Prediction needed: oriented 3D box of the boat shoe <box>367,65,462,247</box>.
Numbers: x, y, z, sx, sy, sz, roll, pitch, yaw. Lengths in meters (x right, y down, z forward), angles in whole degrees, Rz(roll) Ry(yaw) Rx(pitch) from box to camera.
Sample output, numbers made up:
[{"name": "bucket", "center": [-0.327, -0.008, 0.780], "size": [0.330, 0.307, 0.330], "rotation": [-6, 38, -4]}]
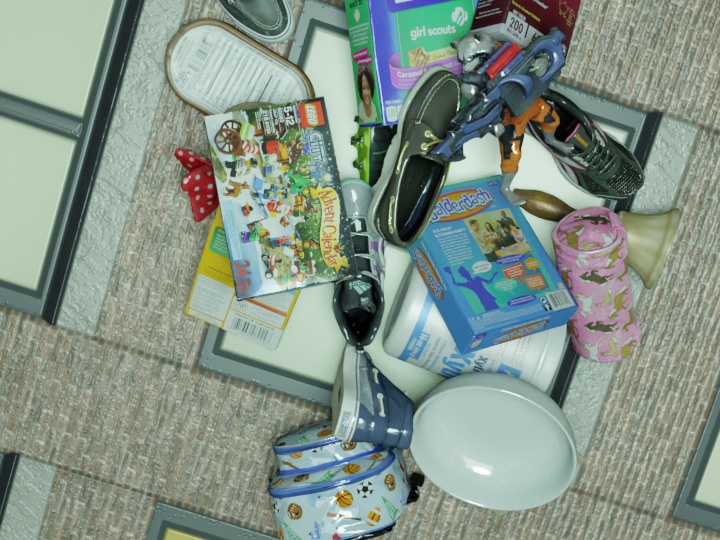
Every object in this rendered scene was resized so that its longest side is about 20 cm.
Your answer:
[{"name": "boat shoe", "center": [0.072, -0.124, 1.114], "size": [0.071, 0.060, 0.204], "rotation": [14, 101, -31]}]

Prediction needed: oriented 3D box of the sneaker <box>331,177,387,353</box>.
[{"name": "sneaker", "center": [0.000, 0.000, 1.195], "size": [0.076, 0.140, 0.203], "rotation": [-6, 108, 1]}]

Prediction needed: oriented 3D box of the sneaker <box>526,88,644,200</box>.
[{"name": "sneaker", "center": [0.262, -0.153, 1.221], "size": [0.199, 0.086, 0.081], "rotation": [34, 98, -7]}]

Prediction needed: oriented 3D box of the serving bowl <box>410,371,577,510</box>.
[{"name": "serving bowl", "center": [0.158, 0.191, 1.186], "size": [0.197, 0.066, 0.202], "rotation": [9, 129, 12]}]

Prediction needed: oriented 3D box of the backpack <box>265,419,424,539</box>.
[{"name": "backpack", "center": [-0.027, 0.261, 1.221], "size": [0.197, 0.191, 0.156], "rotation": [-20, 98, 3]}]

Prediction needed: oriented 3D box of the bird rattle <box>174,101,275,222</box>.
[{"name": "bird rattle", "center": [-0.123, -0.135, 1.195], "size": [0.197, 0.114, 0.164], "rotation": [15, 135, 2]}]

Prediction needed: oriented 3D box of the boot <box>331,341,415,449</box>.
[{"name": "boot", "center": [0.015, 0.151, 1.205], "size": [0.089, 0.201, 0.074], "rotation": [15, 112, -6]}]

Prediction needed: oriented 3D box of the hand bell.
[{"name": "hand bell", "center": [0.282, -0.060, 1.246], "size": [0.197, 0.104, 0.106], "rotation": [21, 97, 8]}]

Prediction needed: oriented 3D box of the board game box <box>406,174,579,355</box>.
[{"name": "board game box", "center": [0.143, -0.012, 1.179], "size": [0.150, 0.045, 0.202], "rotation": [-12, 61, -25]}]

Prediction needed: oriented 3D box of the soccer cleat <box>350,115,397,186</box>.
[{"name": "soccer cleat", "center": [0.036, -0.201, 1.224], "size": [0.080, 0.067, 0.203], "rotation": [5, 98, -15]}]

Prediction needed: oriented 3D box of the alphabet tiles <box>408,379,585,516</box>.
[{"name": "alphabet tiles", "center": [0.152, 0.218, 1.258], "size": [0.199, 0.008, 0.167], "rotation": [36, 130, -10]}]

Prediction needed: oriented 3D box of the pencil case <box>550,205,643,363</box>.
[{"name": "pencil case", "center": [0.285, 0.019, 1.206], "size": [0.086, 0.083, 0.202], "rotation": [-36, 131, -17]}]

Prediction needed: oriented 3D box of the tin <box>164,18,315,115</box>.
[{"name": "tin", "center": [-0.147, -0.227, 1.229], "size": [0.198, 0.042, 0.113], "rotation": [30, 101, -5]}]

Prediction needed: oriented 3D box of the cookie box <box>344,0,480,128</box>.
[{"name": "cookie box", "center": [0.072, -0.278, 1.164], "size": [0.169, 0.075, 0.203], "rotation": [-12, 99, -25]}]

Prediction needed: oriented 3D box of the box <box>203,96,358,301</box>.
[{"name": "box", "center": [-0.087, -0.078, 1.099], "size": [0.134, 0.038, 0.203], "rotation": [-11, 86, -8]}]

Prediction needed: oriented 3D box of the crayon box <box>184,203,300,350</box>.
[{"name": "crayon box", "center": [-0.126, -0.005, 1.201], "size": [0.124, 0.052, 0.201], "rotation": [23, 133, -4]}]

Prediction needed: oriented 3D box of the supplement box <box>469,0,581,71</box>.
[{"name": "supplement box", "center": [0.204, -0.339, 1.161], "size": [0.108, 0.061, 0.203], "rotation": [22, 79, -34]}]

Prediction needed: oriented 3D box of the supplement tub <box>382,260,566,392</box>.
[{"name": "supplement tub", "center": [0.136, 0.074, 1.228], "size": [0.197, 0.132, 0.134], "rotation": [21, 97, -3]}]

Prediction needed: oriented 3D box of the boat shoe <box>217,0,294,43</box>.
[{"name": "boat shoe", "center": [-0.153, -0.356, 1.194], "size": [0.073, 0.068, 0.200], "rotation": [-35, 97, 4]}]

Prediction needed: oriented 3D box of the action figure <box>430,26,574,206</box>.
[{"name": "action figure", "center": [0.144, -0.170, 1.106], "size": [0.199, 0.104, 0.195], "rotation": [-37, 120, -16]}]
